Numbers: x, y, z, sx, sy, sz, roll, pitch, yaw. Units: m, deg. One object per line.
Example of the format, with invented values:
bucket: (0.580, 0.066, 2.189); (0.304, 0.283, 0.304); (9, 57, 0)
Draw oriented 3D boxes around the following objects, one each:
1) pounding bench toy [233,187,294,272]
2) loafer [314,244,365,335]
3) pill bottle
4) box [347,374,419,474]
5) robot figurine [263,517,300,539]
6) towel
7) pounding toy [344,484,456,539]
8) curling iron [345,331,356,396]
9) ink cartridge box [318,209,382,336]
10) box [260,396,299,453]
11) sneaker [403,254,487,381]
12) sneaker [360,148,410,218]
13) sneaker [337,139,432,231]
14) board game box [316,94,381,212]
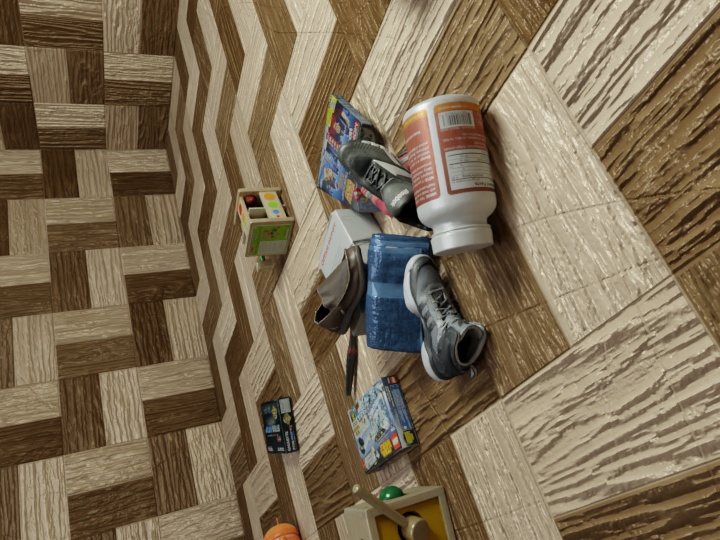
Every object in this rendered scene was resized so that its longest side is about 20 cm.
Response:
pounding bench toy: (-0.283, -0.115, 1.626); (0.157, 0.123, 0.202); (62, 147, 37)
loafer: (-0.040, 0.040, 1.016); (0.074, 0.070, 0.202); (-103, 23, -48)
pill bottle: (0.126, -0.128, 0.800); (0.112, 0.111, 0.203); (-20, 78, 63)
box: (0.040, 0.312, 1.150); (0.200, 0.039, 0.139); (-56, 45, 52)
robot figurine: (-0.224, 0.849, 1.718); (0.116, 0.143, 0.201); (-38, 53, 15)
towel: (0.063, 0.040, 0.968); (0.049, 0.110, 0.203); (-56, -31, -74)
pounding toy: (0.064, 0.442, 0.964); (0.142, 0.182, 0.203); (-39, 60, 59)
curling iron: (-0.028, 0.180, 1.270); (0.049, 0.025, 0.203); (4, 105, 26)
ink cartridge box: (0.000, 0.000, 1.114); (0.201, 0.085, 0.148); (63, 147, 38)
box: (-0.251, 0.478, 1.772); (0.200, 0.045, 0.161); (-32, 66, 61)
sneaker: (0.133, 0.068, 0.876); (0.113, 0.075, 0.203); (-17, 86, 63)
sneaker: (0.085, -0.153, 0.953); (0.087, 0.074, 0.200); (52, 144, -5)
sneaker: (0.050, -0.126, 0.865); (0.067, 0.199, 0.091); (-50, 11, 20)
board game box: (-0.011, -0.208, 1.122); (0.200, 0.061, 0.202); (53, 140, 45)
